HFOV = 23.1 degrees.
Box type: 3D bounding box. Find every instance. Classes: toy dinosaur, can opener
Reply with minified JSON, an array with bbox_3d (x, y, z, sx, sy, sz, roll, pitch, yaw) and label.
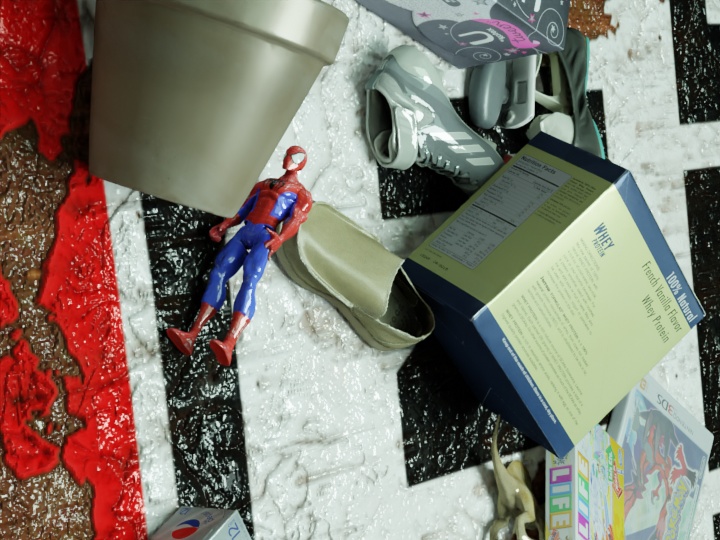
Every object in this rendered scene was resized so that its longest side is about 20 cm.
[{"bbox_3d":[0.151,0.227,1.720,0.200,0.058,0.102,48,39,-45],"label":"toy dinosaur"},{"bbox_3d":[0.147,-0.237,1.726,0.066,0.052,0.202,15,76,-46],"label":"can opener"}]

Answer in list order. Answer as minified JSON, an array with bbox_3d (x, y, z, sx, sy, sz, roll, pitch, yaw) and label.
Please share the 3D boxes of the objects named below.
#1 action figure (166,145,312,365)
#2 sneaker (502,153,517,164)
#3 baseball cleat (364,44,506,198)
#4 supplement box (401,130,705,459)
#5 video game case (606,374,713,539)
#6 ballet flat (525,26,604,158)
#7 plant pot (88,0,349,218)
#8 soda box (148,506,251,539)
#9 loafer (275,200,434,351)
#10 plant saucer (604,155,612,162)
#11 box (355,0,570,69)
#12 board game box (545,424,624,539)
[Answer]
[{"bbox_3d":[-0.089,-0.021,1.437,0.201,0.065,0.052,-64,148,-28],"label":"action figure"},{"bbox_3d":[0.197,-0.046,1.751,0.200,0.082,0.078,47,55,-36],"label":"sneaker"},{"bbox_3d":[0.066,-0.109,1.628,0.200,0.069,0.107,52,60,-22],"label":"baseball cleat"},{"bbox_3d":[0.177,0.021,1.625,0.200,0.134,0.201,-43,126,-11],"label":"supplement box"},{"bbox_3d":[0.317,0.232,1.918,0.182,0.023,0.202,39,60,-40],"label":"video game case"},{"bbox_3d":[0.197,-0.156,1.756,0.068,0.068,0.202,8,58,-21],"label":"ballet flat"},{"bbox_3d":[-0.125,-0.139,1.328,0.199,0.199,0.175,16,92,-47],"label":"plant pot"},{"bbox_3d":[-0.100,0.288,1.405,0.063,0.068,0.201,-44,120,-41],"label":"soda box"},{"bbox_3d":[0.000,0.000,1.535,0.200,0.067,0.077,42,58,-39],"label":"loafer"},{"bbox_3d":[0.270,-0.027,1.784,0.032,0.200,0.201,-28,114,-5],"label":"plant saucer"},{"bbox_3d":[0.088,-0.278,1.600,0.199,0.131,0.116,25,68,-45],"label":"box"},{"bbox_3d":[0.225,0.249,1.754,0.134,0.034,0.202,42,44,-50],"label":"board game box"}]
